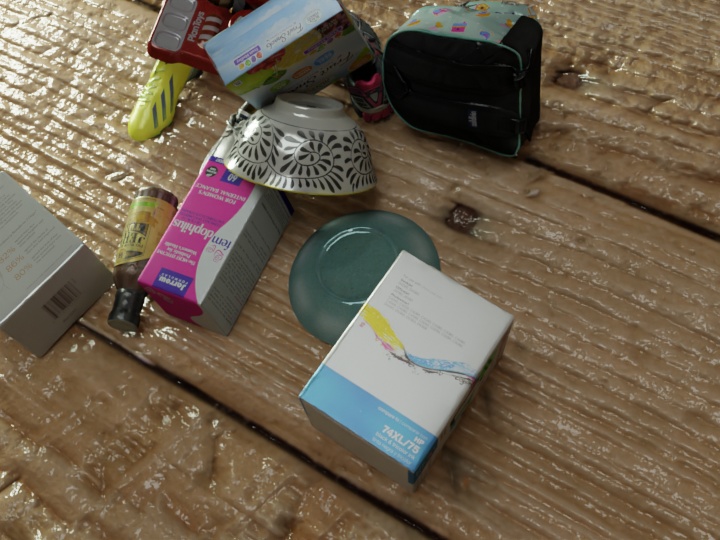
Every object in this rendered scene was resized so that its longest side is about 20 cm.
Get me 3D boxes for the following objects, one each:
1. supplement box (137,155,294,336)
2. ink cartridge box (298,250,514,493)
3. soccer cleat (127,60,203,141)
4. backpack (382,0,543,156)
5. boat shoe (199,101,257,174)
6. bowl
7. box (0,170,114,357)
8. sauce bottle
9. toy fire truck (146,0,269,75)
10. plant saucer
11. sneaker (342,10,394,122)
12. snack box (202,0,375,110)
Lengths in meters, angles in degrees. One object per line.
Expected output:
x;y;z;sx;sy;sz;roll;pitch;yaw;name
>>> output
-0.183;-0.033;1.211;0.101;0.103;0.200;18;70;21;supplement box
0.053;0.113;1.032;0.146;0.147;0.200;31;74;14;ink cartridge box
-0.292;-0.282;1.383;0.065;0.084;0.200;20;69;24;soccer cleat
0.135;-0.260;1.214;0.200;0.176;0.153;11;49;20;backpack
-0.162;-0.198;1.312;0.071;0.070;0.200;33;74;27;boat shoe
-0.071;-0.172;1.197;0.201;0.094;0.201;8;21;-3;bowl
-0.461;-0.010;1.266;0.200;0.106;0.152;37;77;28;box
-0.294;-0.016;1.251;0.065;0.065;0.200;0;62;14;sauce bottle
-0.205;-0.369;1.356;0.168;0.112;0.200;17;63;-10;toy fire truck
0.000;0.000;1.182;0.201;0.039;0.201;-6;61;10;plant saucer
-0.001;-0.307;1.328;0.081;0.075;0.200;-24;58;1;sneaker
-0.083;-0.278;1.184;0.169;0.200;0.068;-30;83;9;snack box
